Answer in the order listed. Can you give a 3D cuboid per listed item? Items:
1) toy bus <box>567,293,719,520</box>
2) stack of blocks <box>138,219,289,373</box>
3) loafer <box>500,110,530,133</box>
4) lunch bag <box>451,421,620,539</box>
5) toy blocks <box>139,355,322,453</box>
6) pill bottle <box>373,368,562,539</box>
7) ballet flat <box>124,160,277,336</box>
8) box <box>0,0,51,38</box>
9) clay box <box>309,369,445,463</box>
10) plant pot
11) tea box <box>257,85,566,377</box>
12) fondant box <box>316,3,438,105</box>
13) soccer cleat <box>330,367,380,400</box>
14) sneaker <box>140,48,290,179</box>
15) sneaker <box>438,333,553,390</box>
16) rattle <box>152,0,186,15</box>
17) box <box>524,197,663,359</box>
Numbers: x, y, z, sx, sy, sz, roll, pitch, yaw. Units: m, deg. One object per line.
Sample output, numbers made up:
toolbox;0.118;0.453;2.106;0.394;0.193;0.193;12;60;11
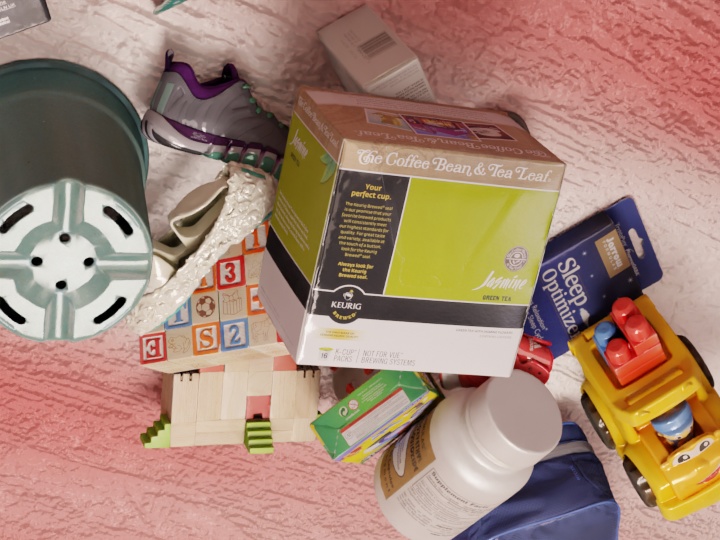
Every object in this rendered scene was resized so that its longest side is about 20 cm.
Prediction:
toy bus;0.300;0.123;1.576;0.135;0.201;0.193;-30;139;1
stack of blocks;-0.108;0.022;1.430;0.198;0.117;0.059;-10;165;19
loafer;0.132;-0.059;1.525;0.072;0.071;0.203;3;105;2
lunch bag;0.169;0.257;1.676;0.198;0.133;0.137;-15;139;-10
toy blocks;-0.117;0.097;1.522;0.198;0.100;0.138;-1;107;-19
pill bottle;0.106;0.181;1.519;0.113;0.115;0.200;15;143;-25
ballet flat;-0.158;-0.027;1.378;0.072;0.072;0.200;36;110;-31
box;-0.329;-0.288;1.157;0.123;0.200;0.198;-21;124;-8
clay box;0.023;0.141;1.536;0.114;0.048;0.200;-36;167;3
plant pot;-0.263;-0.051;1.317;0.198;0.196;0.202;-8;120;-14
tea box;0.038;-0.031;1.285;0.198;0.134;0.199;5;113;-22
fondant box;0.041;-0.125;1.405;0.058;0.145;0.201;-28;124;-3
soccer cleat;0.043;0.057;1.558;0.077;0.069;0.201;14;117;-44
sneaker;-0.098;-0.135;1.401;0.198;0.074;0.089;15;94;-34
sneaker;0.129;0.053;1.485;0.114;0.079;0.201;3;153;10
rattle;-0.095;-0.263;1.291;0.198;0.143;0.131;-26;142;-9
box;0.221;0.020;1.616;0.199;0.032;0.122;-31;123;-1
